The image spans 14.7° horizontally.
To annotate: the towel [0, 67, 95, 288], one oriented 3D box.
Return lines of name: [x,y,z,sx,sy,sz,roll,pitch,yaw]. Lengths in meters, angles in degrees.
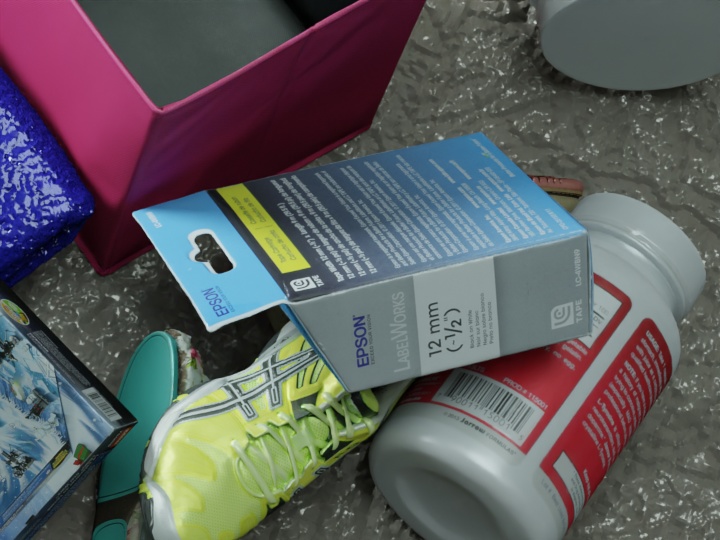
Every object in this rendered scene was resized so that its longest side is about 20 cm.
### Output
towel: [-0.250,-0.066,1.472,0.148,0.050,0.200,-39,80,6]

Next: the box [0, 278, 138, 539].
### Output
box: [-0.229,0.056,1.415,0.200,0.040,0.137,46,104,9]

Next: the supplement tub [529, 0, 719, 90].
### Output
supplement tub: [0.163,-0.221,1.622,0.145,0.145,0.200,5,64,-11]

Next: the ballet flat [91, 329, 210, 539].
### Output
ballet flat: [-0.104,0.131,1.448,0.064,0.076,0.200,27,62,-35]

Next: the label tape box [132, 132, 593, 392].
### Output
label tape box: [0.000,0.000,1.423,0.200,0.066,0.143,-14,28,-15]

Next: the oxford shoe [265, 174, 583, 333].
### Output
oxford shoe: [0.033,-0.009,1.547,0.200,0.070,0.075,-12,90,-15]

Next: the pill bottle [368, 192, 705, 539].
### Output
pill bottle: [0.101,0.056,1.496,0.112,0.112,0.200,36,62,5]

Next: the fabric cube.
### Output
fabric cube: [-0.099,-0.154,1.499,0.200,0.199,0.196,-31,75,-24]

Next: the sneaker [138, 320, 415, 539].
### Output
sneaker: [-0.038,0.075,1.422,0.200,0.076,0.075,-47,113,-37]
